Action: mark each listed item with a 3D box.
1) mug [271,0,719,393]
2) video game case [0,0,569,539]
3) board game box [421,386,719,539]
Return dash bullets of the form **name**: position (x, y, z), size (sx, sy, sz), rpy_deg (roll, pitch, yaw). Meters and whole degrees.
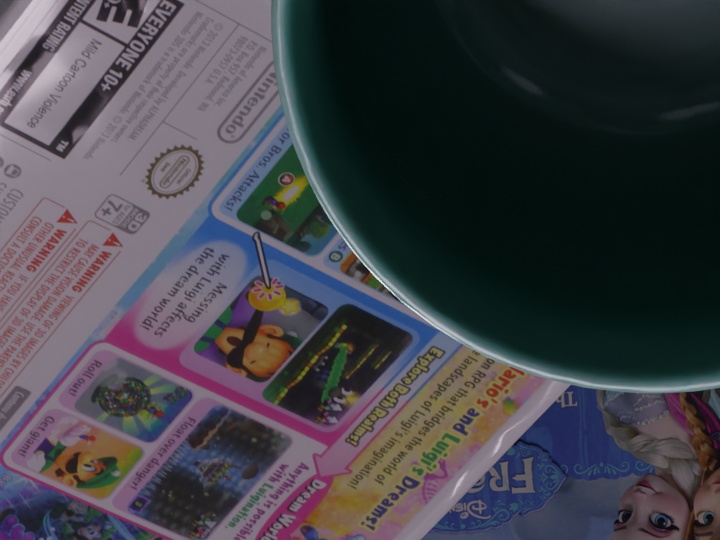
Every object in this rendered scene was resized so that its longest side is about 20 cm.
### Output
- **mug**: position (0.062, -0.051, 0.623), size (0.152, 0.114, 0.186), rpy_deg (-2, 111, 5)
- **video game case**: position (-0.043, 0.013, 0.729), size (0.182, 0.024, 0.200), rpy_deg (27, 121, -25)
- **board game box**: position (0.032, 0.128, 0.862), size (0.199, 0.200, 0.043), rpy_deg (-3, 177, -2)
